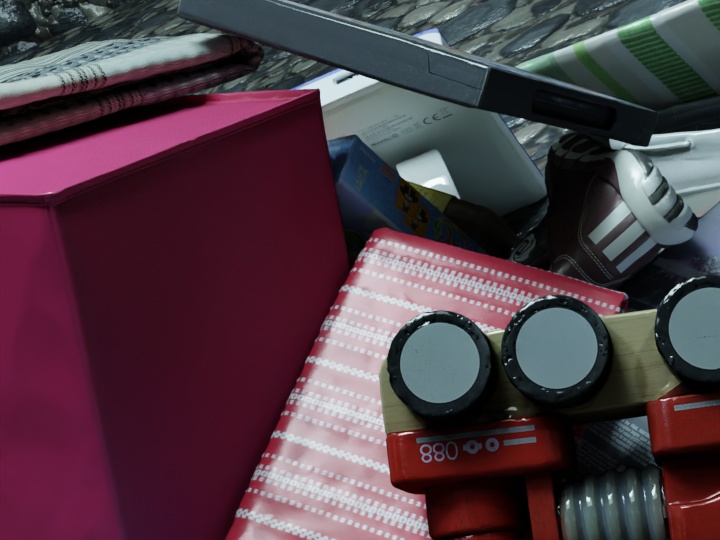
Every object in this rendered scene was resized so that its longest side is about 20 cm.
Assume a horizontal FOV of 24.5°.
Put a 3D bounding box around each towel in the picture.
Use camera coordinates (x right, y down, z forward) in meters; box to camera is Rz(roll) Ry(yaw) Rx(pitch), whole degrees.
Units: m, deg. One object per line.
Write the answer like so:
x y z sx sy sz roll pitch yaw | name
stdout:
-0.185 -0.103 0.918 0.200 0.035 0.192 -21 19 -33 | towel
0.213 -0.117 0.977 0.200 0.152 0.023 -18 56 34 | towel
0.033 0.078 0.801 0.144 0.022 0.200 16 62 18 | towel

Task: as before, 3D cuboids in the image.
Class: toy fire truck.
0.102 0.112 0.700 0.176 0.200 0.129 -8 -12 10 | toy fire truck

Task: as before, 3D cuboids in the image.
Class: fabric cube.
-0.134 0.027 0.855 0.200 0.200 0.196 3 21 40 | fabric cube

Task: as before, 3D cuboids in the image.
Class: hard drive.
0.034 -0.082 1.148 0.132 0.200 0.025 -22 57 16 | hard drive

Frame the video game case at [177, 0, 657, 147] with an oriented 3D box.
0.033 -0.111 0.888 0.200 0.026 0.181 22 10 34 | video game case

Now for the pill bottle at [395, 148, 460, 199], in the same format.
-0.022 -0.002 1.119 0.200 0.110 0.110 -24 20 3 | pill bottle

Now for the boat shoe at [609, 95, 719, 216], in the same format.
0.236 -0.085 0.948 0.200 0.069 0.072 -13 25 37 | boat shoe

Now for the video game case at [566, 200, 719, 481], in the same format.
0.170 0.040 0.830 0.200 0.019 0.143 -39 32 -12 | video game case

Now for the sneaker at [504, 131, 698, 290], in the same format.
0.107 -0.015 0.928 0.115 0.076 0.200 -42 4 -1 | sneaker

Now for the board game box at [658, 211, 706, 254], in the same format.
0.233 -0.014 0.935 0.126 0.035 0.200 -22 21 17 | board game box

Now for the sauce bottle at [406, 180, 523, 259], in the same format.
0.042 -0.018 1.023 0.200 0.065 0.065 18 37 13 | sauce bottle

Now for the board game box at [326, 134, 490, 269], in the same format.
0.000 0.000 0.970 0.151 0.200 0.037 -9 52 42 | board game box
